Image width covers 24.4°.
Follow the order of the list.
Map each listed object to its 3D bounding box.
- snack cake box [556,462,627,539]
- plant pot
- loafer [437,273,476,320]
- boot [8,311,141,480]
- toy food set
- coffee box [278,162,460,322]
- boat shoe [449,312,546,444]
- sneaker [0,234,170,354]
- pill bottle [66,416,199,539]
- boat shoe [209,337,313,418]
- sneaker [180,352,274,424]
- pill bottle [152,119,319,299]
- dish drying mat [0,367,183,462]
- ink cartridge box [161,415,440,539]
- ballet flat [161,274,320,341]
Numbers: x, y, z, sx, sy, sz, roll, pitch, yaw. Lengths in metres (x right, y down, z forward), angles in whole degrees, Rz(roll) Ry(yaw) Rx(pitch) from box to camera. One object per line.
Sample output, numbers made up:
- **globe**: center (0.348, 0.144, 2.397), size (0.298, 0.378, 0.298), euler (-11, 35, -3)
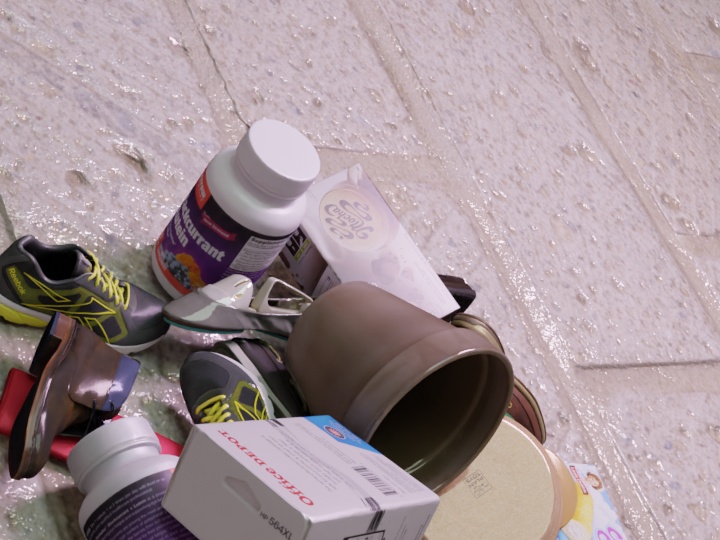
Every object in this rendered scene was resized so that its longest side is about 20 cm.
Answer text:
- **snack cake box**: center (0.228, 0.304, 1.773), size (0.114, 0.067, 0.201), euler (8, 46, -34)
- **plant pot**: center (0.023, 0.105, 1.632), size (0.199, 0.201, 0.174), euler (-5, 40, -44)
- **loafer**: center (0.048, 0.017, 1.911), size (0.199, 0.073, 0.072), euler (6, 49, -37)
- **boot**: center (-0.255, 0.123, 1.501), size (0.096, 0.075, 0.201), euler (25, 37, -16)
- **toy food set**: center (0.114, 0.226, 1.707), size (0.197, 0.049, 0.200), euler (37, 60, 9)
- **coffee box**: center (0.000, 0.000, 1.798), size (0.113, 0.080, 0.201), euler (-26, 75, -32)
- **boat shoe**: center (0.139, 0.138, 1.833), size (0.068, 0.072, 0.201), euler (-50, 126, -27)
- **sneaker**: center (-0.266, 0.023, 1.617), size (0.199, 0.085, 0.075), euler (14, 44, -31)
- **pill bottle**: center (-0.178, 0.232, 1.451), size (0.111, 0.112, 0.201), euler (-8, 57, -45)
- **boat shoe**: center (-0.077, 0.147, 1.665), size (0.060, 0.072, 0.202), euler (-11, 57, -42)
- **sneaker**: center (-0.117, 0.158, 1.581), size (0.201, 0.074, 0.085), euler (56, 11, 21)
- **pill bottle**: center (-0.125, -0.057, 1.716), size (0.111, 0.200, 0.112), euler (23, 38, -20)
- **dish drying mat**: center (-0.245, 0.160, 1.550), size (0.199, 0.018, 0.077), euler (28, 37, -17)
- **ink cartridge box**: center (-0.050, 0.198, 1.424), size (0.146, 0.085, 0.199), euler (34, 18, 31)
- **ballet flat**: center (-0.114, 0.034, 1.691), size (0.199, 0.064, 0.067), euler (11, 12, -41)
